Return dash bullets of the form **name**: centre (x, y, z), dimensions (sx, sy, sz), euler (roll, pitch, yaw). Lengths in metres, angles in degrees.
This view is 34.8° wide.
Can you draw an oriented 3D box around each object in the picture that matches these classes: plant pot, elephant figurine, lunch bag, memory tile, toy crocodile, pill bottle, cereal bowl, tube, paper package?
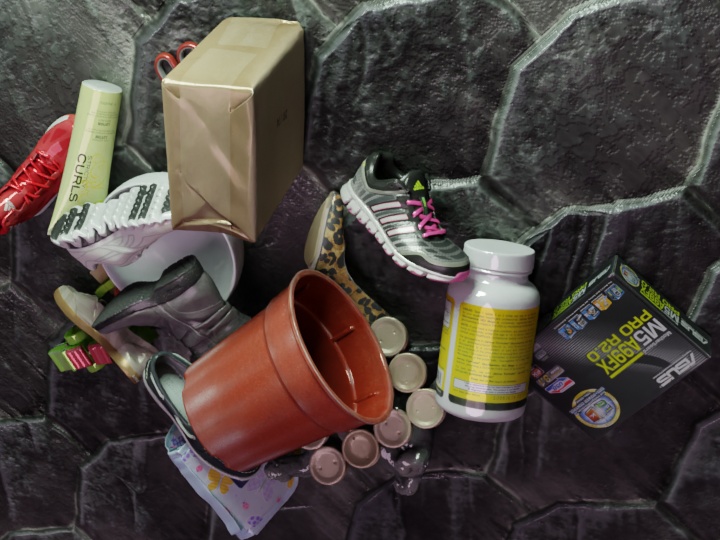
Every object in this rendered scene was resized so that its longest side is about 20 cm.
- **plant pot**: centre (-0.096, 0.133, 1.379), dimensions (0.194, 0.201, 0.201), euler (-30, 108, 22)
- **elephant figurine**: centre (-0.006, 0.209, 1.511), dimensions (0.198, 0.156, 0.142), euler (19, 134, -2)
- **lunch bag**: centre (-0.163, 0.242, 1.563), dimensions (0.127, 0.200, 0.170), euler (-27, 109, 32)
- **memory tile**: centre (-0.002, 0.166, 1.450), dimensions (0.199, 0.017, 0.154), euler (-31, 82, 13)
- **toy crocodile**: centre (-0.367, 0.110, 1.637), dimensions (0.198, 0.062, 0.068), euler (-14, 116, 27)
- **pill bottle**: centre (0.154, 0.070, 1.371), dimensions (0.111, 0.112, 0.202), euler (9, 103, 14)
- **cereal bowl**: centre (-0.237, -0.041, 1.481), dimensions (0.198, 0.084, 0.202), euler (10, 124, 14)
- **tube**: centre (-0.340, -0.136, 1.445), dimensions (0.057, 0.052, 0.202), euler (16, 109, 2)
- **paper package**: centre (-0.135, -0.160, 1.289), dimensions (0.102, 0.200, 0.192), euler (8, 122, 11)

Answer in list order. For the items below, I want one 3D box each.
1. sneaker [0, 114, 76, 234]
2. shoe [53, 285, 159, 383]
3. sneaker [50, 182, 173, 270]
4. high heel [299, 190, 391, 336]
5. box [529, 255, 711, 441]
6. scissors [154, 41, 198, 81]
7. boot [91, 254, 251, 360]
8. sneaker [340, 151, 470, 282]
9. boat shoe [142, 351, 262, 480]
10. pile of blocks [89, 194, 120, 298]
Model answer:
- **sneaker**: centre (-0.419, -0.109, 1.482), dimensions (0.078, 0.116, 0.200), euler (39, 126, -7)
- **shoe**: centre (-0.344, 0.076, 1.558), dimensions (0.200, 0.053, 0.070), euler (39, 172, 30)
- **sneaker**: centre (-0.280, -0.050, 1.405), dimensions (0.198, 0.076, 0.081), euler (-11, 130, 27)
- **high heel**: centre (0.000, 0.000, 1.454), dimensions (0.141, 0.071, 0.202), euler (5, 110, -15)
- **box**: centre (0.299, 0.099, 1.402), dimensions (0.160, 0.044, 0.200), euler (40, 126, -7)
- **scissors**: centre (-0.170, -0.194, 1.405), dimensions (0.073, 0.014, 0.200), euler (-31, 108, 30)
- **boot**: centre (-0.242, 0.072, 1.467), dimensions (0.199, 0.070, 0.132), euler (-22, 118, 34)
- **sneaker**: centre (0.059, -0.068, 1.333), dimensions (0.200, 0.073, 0.088), euler (45, 125, 29)
- **boat shoe**: centre (-0.198, 0.184, 1.448), dimensions (0.200, 0.076, 0.060), euler (41, 157, 0)
- **pile of blocks**: centre (-0.351, -0.020, 1.549), dimensions (0.081, 0.062, 0.201), euler (-9, 117, 24)
